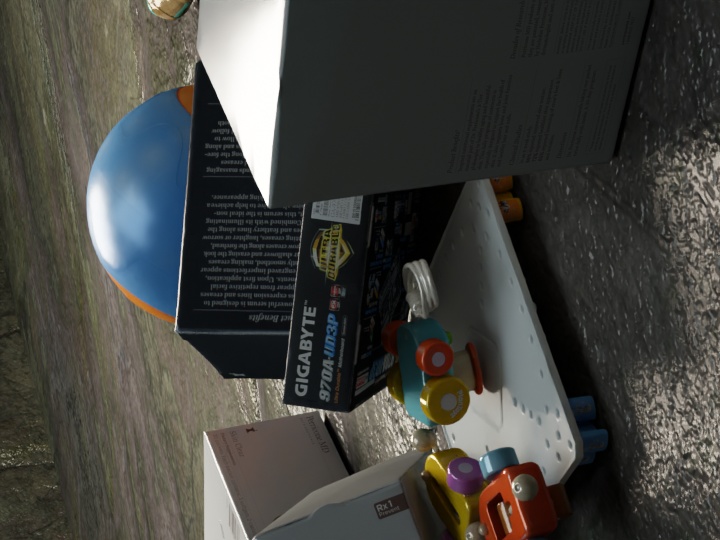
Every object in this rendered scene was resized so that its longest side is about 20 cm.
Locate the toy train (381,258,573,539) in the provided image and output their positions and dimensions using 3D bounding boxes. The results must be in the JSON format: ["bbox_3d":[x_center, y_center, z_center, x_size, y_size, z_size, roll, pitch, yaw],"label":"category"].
[{"bbox_3d":[0.075,0.095,1.095,0.151,0.055,0.201,113,142,-57],"label":"toy train"}]

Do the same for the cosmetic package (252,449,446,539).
[{"bbox_3d":[0.008,0.179,1.197,0.200,0.106,0.091,-25,-87,-79],"label":"cosmetic package"}]

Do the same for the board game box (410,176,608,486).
[{"bbox_3d":[0.090,0.067,1.158,0.200,0.026,0.201,110,147,-58],"label":"board game box"}]

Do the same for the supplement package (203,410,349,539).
[{"bbox_3d":[-0.060,0.250,1.578,0.200,0.110,0.157,-121,27,-50],"label":"supplement package"}]

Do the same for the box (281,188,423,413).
[{"bbox_3d":[0.000,0.000,1.183,0.200,0.046,0.161,-19,-64,-79],"label":"box"}]

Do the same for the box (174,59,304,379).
[{"bbox_3d":[-0.061,-0.034,1.310,0.149,0.106,0.202,61,-149,-73],"label":"box"}]

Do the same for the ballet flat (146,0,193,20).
[{"bbox_3d":[-0.199,-0.357,1.838,0.072,0.067,0.202,-11,88,53],"label":"ballet flat"}]

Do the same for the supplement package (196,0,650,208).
[{"bbox_3d":[0.029,-0.148,0.959,0.151,0.198,0.153,-116,25,-44],"label":"supplement package"}]

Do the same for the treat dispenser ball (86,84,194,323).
[{"bbox_3d":[-0.127,-0.054,1.504,0.201,0.199,0.203,172,90,-73],"label":"treat dispenser ball"}]
